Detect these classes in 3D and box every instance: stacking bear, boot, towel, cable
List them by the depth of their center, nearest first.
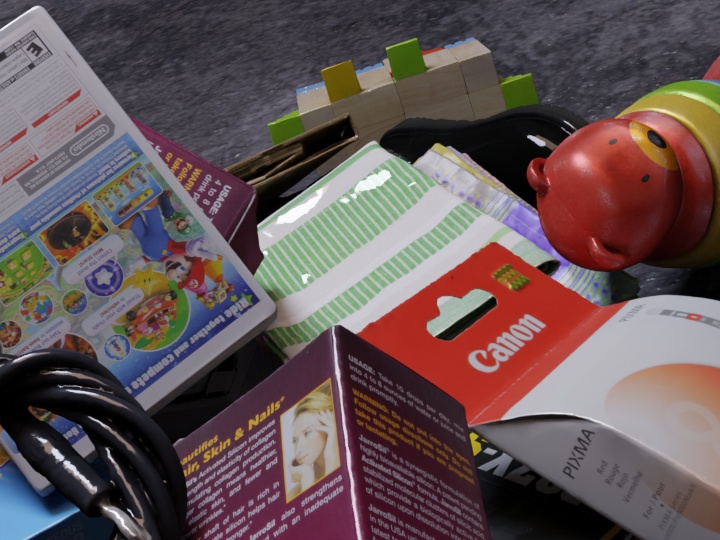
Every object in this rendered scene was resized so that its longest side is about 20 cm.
[{"bbox_3d":[-0.166,0.115,0.617,0.198,0.165,0.051,-7,-13,22],"label":"cable"},{"bbox_3d":[0.175,-0.052,0.846,0.199,0.122,0.114,-16,-24,-44],"label":"stacking bear"},{"bbox_3d":[0.000,0.000,0.871,0.152,0.023,0.200,-36,34,-10],"label":"towel"},{"bbox_3d":[0.055,0.011,0.887,0.143,0.023,0.200,-40,45,-8],"label":"towel"},{"bbox_3d":[0.045,-0.040,1.000,0.210,0.080,0.157,0,26,47],"label":"boot"}]

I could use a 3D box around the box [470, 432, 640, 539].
[{"bbox_3d":[0.027,0.130,0.724,0.159,0.050,0.199,-33,30,-31],"label":"box"}]

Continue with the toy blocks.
[{"bbox_3d":[0.029,-0.133,1.194,0.198,0.101,0.137,-18,15,1],"label":"toy blocks"}]

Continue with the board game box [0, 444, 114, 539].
[{"bbox_3d":[-0.212,0.104,0.770,0.152,0.041,0.199,-27,37,-32],"label":"board game box"}]

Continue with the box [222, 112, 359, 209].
[{"bbox_3d":[-0.108,-0.036,1.035,0.163,0.021,0.200,-29,-2,-35],"label":"box"}]

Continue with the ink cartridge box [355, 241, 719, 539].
[{"bbox_3d":[0.118,0.042,0.701,0.199,0.050,0.162,34,33,17],"label":"ink cartridge box"}]

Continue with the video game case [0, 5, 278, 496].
[{"bbox_3d":[-0.155,-0.014,0.740,0.143,0.200,0.018,-37,-10,-12],"label":"video game case"}]

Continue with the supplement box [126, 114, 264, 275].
[{"bbox_3d":[-0.161,-0.032,0.822,0.199,0.131,0.104,29,76,5],"label":"supplement box"}]

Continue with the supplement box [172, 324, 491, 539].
[{"bbox_3d":[-0.009,0.137,0.585,0.110,0.085,0.201,-38,39,26],"label":"supplement box"}]

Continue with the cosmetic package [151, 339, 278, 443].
[{"bbox_3d":[-0.152,0.087,0.915,0.198,0.051,0.083,-10,27,15],"label":"cosmetic package"}]
